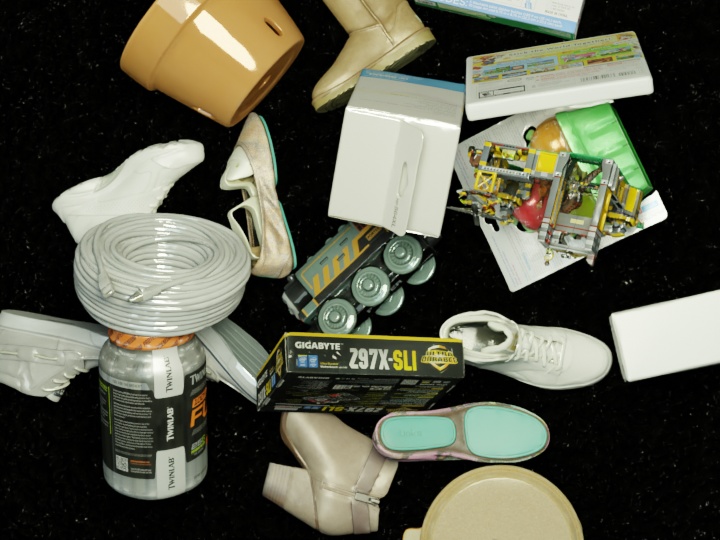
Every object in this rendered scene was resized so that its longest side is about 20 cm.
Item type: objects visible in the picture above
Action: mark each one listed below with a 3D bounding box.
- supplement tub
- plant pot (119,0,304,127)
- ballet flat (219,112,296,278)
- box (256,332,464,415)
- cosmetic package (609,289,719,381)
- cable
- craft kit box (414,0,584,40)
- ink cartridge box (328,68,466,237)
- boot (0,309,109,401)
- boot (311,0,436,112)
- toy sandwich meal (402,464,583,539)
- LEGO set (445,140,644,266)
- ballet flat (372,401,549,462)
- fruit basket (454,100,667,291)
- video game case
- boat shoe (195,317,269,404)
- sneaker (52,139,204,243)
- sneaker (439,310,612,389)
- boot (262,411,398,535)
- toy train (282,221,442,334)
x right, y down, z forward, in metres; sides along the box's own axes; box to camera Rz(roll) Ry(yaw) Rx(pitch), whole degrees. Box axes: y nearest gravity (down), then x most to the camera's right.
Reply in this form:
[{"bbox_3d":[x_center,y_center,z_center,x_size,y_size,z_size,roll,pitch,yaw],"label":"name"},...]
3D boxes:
[{"bbox_3d":[-0.235,0.147,1.635,0.122,0.123,0.201,5,112,9],"label":"supplement tub"},{"bbox_3d":[-0.159,-0.262,1.655,0.140,0.200,0.200,41,93,0],"label":"plant pot"},{"bbox_3d":[-0.127,-0.088,1.688,0.067,0.068,0.201,-10,81,-22],"label":"ballet flat"},{"bbox_3d":[-0.003,0.116,1.580,0.199,0.160,0.050,3,70,-14],"label":"box"},{"bbox_3d":[0.379,0.065,1.586,0.199,0.113,0.082,-12,85,6],"label":"cosmetic package"},{"bbox_3d":[-0.223,0.001,1.620,0.199,0.200,0.070,-7,120,-27],"label":"cable"},{"bbox_3d":[0.180,-0.389,1.683,0.199,0.049,0.199,15,91,9],"label":"craft kit box"},{"bbox_3d":[0.042,-0.129,1.573,0.124,0.200,0.129,10,111,3],"label":"ink cartridge box"},{"bbox_3d":[-0.348,0.110,1.720,0.199,0.074,0.096,10,93,18],"label":"boot"},{"bbox_3d":[-0.029,-0.309,1.701,0.175,0.066,0.200,-33,82,-7],"label":"boot"},{"bbox_3d":[0.154,0.318,1.627,0.204,0.070,0.206,-1,83,5],"label":"toy sandwich meal"},{"bbox_3d":[0.198,-0.056,1.526,0.199,0.154,0.116,13,81,15],"label":"LEGO set"},{"bbox_3d":[0.112,0.188,1.632,0.199,0.071,0.070,-2,74,-2],"label":"ballet flat"},{"bbox_3d":[0.224,-0.100,1.646,0.199,0.094,0.186,-28,81,21],"label":"fruit basket"},{"bbox_3d":[0.217,-0.218,1.602,0.199,0.182,0.023,-8,114,8],"label":"video game case"},{"bbox_3d":[-0.171,0.096,1.696,0.200,0.073,0.067,47,114,14],"label":"boat shoe"},{"bbox_3d":[-0.263,-0.085,1.721,0.199,0.078,0.100,-27,90,14],"label":"sneaker"},{"bbox_3d":[0.184,0.091,1.611,0.199,0.116,0.074,8,85,8],"label":"sneaker"},{"bbox_3d":[-0.026,0.204,1.666,0.145,0.070,0.201,13,86,2],"label":"boot"},{"bbox_3d":[0.000,0.000,1.667,0.200,0.085,0.114,-44,68,6],"label":"toy train"}]
